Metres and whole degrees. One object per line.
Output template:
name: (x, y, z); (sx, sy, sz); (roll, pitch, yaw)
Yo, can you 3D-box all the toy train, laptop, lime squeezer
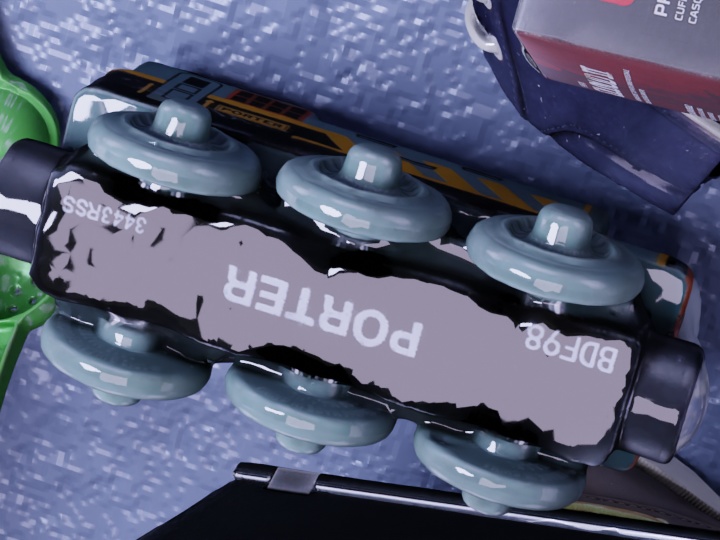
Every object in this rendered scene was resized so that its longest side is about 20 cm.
toy train: (0.000, 0.000, 0.784); (0.199, 0.114, 0.086); (16, 107, 7)
laptop: (0.033, 0.124, 0.773); (0.187, 0.116, 0.200); (7, 144, 30)
lime squeezer: (-0.114, -0.023, 0.843); (0.038, 0.071, 0.201); (-4, 88, 33)

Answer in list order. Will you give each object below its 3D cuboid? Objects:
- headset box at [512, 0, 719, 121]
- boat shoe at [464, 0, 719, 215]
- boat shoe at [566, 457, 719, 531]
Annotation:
headset box: (0.128, -0.097, 0.611); (0.199, 0.075, 0.149); (15, 88, 9)
boat shoe: (0.040, -0.096, 0.764); (0.200, 0.075, 0.093); (40, 136, 2)
boat shoe: (0.123, 0.113, 0.861); (0.200, 0.060, 0.072); (30, 120, -4)
